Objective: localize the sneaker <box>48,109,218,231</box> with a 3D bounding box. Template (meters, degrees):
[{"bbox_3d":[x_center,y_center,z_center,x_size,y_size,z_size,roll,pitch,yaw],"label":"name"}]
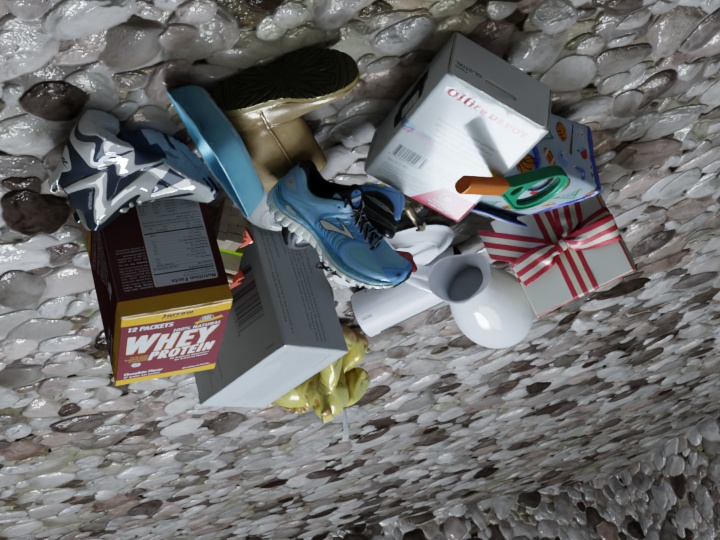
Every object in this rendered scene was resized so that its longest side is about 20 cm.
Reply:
[{"bbox_3d":[-0.270,-0.095,1.259,0.130,0.080,0.199,-44,147,22],"label":"sneaker"}]

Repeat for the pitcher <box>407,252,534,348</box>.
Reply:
[{"bbox_3d":[0.171,0.042,1.704,0.171,0.122,0.200,11,164,38],"label":"pitcher"}]

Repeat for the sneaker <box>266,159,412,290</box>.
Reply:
[{"bbox_3d":[-0.017,-0.056,1.307,0.090,0.200,0.078,-53,180,28],"label":"sneaker"}]

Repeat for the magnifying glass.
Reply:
[{"bbox_3d":[0.185,-0.103,1.338,0.199,0.022,0.080,-5,152,-48],"label":"magnifying glass"}]

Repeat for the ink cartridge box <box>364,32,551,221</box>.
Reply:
[{"bbox_3d":[0.119,-0.171,1.332,0.145,0.083,0.200,27,138,-15],"label":"ink cartridge box"}]

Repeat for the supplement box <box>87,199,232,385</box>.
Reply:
[{"bbox_3d":[-0.257,0.005,1.361,0.132,0.201,0.197,-9,154,-19],"label":"supplement box"}]

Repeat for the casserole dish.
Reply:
[{"bbox_3d":[-0.159,-0.139,1.242,0.039,0.121,0.200,-34,156,-8],"label":"casserole dish"}]

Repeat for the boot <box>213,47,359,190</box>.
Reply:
[{"bbox_3d":[-0.071,-0.175,1.290,0.174,0.066,0.200,-9,156,8],"label":"boot"}]

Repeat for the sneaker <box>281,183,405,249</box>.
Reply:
[{"bbox_3d":[-0.030,-0.056,1.404,0.199,0.083,0.071,-11,151,39],"label":"sneaker"}]

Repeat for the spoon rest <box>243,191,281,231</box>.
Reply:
[{"bbox_3d":[-0.072,-0.082,1.502,0.199,0.061,0.099,15,140,-30],"label":"spoon rest"}]

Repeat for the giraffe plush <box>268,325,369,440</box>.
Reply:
[{"bbox_3d":[-0.090,0.196,1.961,0.161,0.201,0.172,3,169,27],"label":"giraffe plush"}]

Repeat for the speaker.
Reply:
[{"bbox_3d":[0.087,0.034,1.811,0.199,0.082,0.081,-26,155,15],"label":"speaker"}]

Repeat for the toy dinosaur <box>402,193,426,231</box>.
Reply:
[{"bbox_3d":[0.067,-0.107,1.480,0.058,0.101,0.200,-37,158,-6],"label":"toy dinosaur"}]

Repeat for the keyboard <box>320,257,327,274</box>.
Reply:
[{"bbox_3d":[-0.073,-0.001,1.708,0.056,0.011,0.200,1,149,-37],"label":"keyboard"}]

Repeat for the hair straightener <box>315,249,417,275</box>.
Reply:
[{"bbox_3d":[0.000,0.000,1.565,0.077,0.041,0.200,-30,165,31],"label":"hair straightener"}]

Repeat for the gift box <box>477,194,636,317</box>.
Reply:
[{"bbox_3d":[0.297,-0.049,1.651,0.184,0.201,0.187,-32,176,14],"label":"gift box"}]

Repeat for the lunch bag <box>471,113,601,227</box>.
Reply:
[{"bbox_3d":[0.201,-0.132,1.503,0.199,0.125,0.170,-17,162,38],"label":"lunch bag"}]

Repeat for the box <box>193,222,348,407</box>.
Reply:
[{"bbox_3d":[-0.148,0.069,1.572,0.130,0.200,0.200,10,143,-46],"label":"box"}]

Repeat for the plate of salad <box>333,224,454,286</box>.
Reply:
[{"bbox_3d":[0.049,-0.030,1.681,0.199,0.048,0.200,-18,162,-6],"label":"plate of salad"}]

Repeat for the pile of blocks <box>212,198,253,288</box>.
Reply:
[{"bbox_3d":[-0.183,-0.018,1.480,0.062,0.082,0.200,14,139,-16],"label":"pile of blocks"}]
